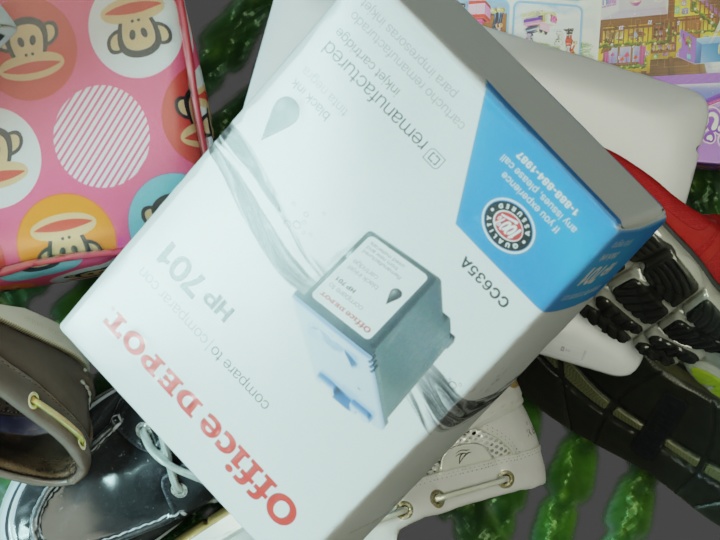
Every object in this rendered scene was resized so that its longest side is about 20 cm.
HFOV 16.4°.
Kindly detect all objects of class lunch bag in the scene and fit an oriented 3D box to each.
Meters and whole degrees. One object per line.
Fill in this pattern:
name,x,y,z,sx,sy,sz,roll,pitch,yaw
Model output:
lunch bag,-0.168,-0.078,1.091,0.198,0.082,0.178,-10,89,-8

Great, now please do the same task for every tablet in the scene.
tablet,0.044,-0.042,1.086,0.198,0.014,0.131,16,87,-7

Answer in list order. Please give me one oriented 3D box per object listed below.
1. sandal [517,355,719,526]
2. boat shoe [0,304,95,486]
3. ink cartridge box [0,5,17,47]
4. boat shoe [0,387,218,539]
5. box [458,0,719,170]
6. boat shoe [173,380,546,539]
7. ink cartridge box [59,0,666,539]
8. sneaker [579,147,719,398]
sandal,0.135,0.048,1.145,0.201,0.080,0.057,40,42,2
boat shoe,-0.190,0.039,1.033,0.199,0.072,0.060,26,39,-42
ink cartridge box,-0.271,-0.108,1.036,0.198,0.043,0.200,-42,73,13
boat shoe,-0.074,0.072,1.107,0.199,0.068,0.072,-31,93,-8
box,0.112,-0.118,1.124,0.198,0.039,0.138,4,88,-9
boat shoe,-0.006,0.115,1.114,0.199,0.071,0.070,-26,90,-10
ink cartridge box,0.000,0.000,1.006,0.146,0.086,0.200,45,107,10
sneaker,0.158,0.001,1.075,0.199,0.077,0.085,36,61,-22
